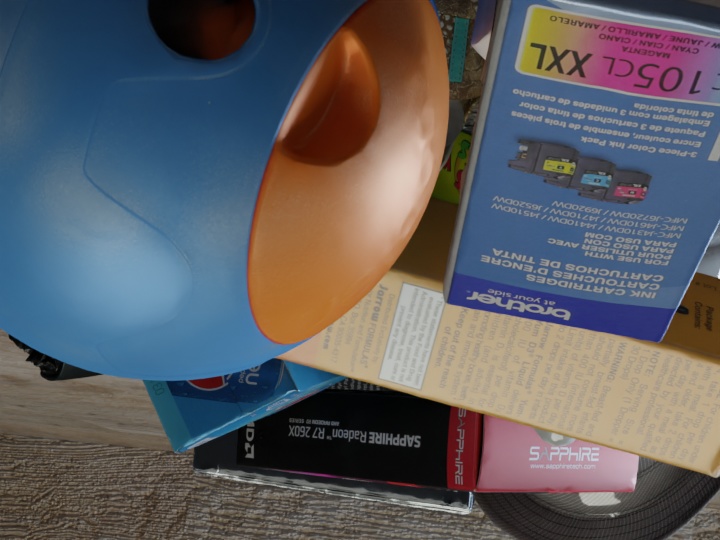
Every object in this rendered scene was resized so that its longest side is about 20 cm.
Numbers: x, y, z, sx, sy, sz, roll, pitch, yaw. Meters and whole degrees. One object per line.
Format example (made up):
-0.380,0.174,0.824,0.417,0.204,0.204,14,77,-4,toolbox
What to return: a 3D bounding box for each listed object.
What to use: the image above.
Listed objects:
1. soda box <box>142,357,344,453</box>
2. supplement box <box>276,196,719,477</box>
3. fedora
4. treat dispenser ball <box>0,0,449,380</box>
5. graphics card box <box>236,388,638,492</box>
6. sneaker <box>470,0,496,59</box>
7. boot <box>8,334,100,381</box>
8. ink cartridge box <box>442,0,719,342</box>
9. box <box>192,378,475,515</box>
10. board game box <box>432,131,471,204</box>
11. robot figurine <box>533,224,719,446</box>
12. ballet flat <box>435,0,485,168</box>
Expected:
-0.050,0.035,0.836,0.064,0.068,0.200,-27,176,8,soda box
0.066,0.022,0.724,0.199,0.067,0.069,14,125,3,supplement box
0.144,0.065,1.029,0.177,0.200,0.090,30,159,38,fedora
-0.068,-0.062,0.608,0.200,0.202,0.201,9,169,2,treat dispenser ball
0.039,0.092,0.948,0.125,0.051,0.200,6,176,-42,graphics card box
0.148,-0.092,0.641,0.199,0.081,0.115,23,149,-27,sneaker
-0.135,0.001,1.053,0.168,0.077,0.200,2,-152,-23,boot
0.075,-0.071,0.506,0.076,0.137,0.200,12,153,1,ink cartridge box
0.000,0.074,1.245,0.196,0.124,0.200,6,-166,8,box
0.023,-0.051,0.976,0.200,0.048,0.101,18,166,-39,board game box
0.119,-0.013,0.798,0.169,0.200,0.113,-10,-139,-31,robot figurine
0.024,-0.080,0.789,0.070,0.066,0.200,5,170,-3,ballet flat
